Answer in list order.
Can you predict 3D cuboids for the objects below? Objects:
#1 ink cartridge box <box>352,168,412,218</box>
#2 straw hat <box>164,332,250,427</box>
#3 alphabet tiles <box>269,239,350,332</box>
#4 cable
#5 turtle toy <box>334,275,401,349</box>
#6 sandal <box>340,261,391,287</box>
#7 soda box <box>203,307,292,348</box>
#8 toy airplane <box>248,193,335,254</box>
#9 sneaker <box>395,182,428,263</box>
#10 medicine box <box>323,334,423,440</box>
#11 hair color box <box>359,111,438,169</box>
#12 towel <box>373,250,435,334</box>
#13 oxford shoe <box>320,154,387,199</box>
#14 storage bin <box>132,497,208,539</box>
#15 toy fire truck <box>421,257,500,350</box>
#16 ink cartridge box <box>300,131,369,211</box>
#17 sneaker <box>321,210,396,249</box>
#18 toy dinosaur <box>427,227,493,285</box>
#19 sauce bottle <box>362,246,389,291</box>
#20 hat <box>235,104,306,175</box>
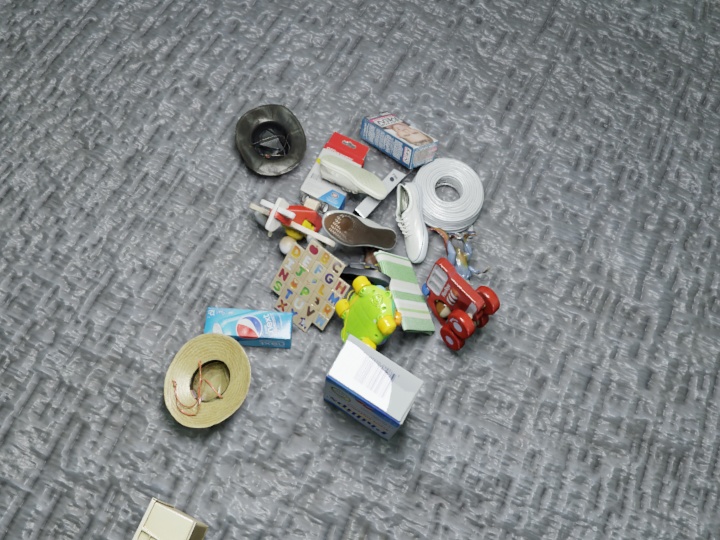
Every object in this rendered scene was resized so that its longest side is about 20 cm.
[{"bbox_3d":[0.047,-0.191,1.535,0.039,0.099,0.200,44,67,0],"label":"ink cartridge box"},{"bbox_3d":[-0.322,0.243,1.312,0.194,0.085,0.208,-2,72,6],"label":"straw hat"},{"bbox_3d":[-0.119,0.037,1.386,0.165,0.202,0.006,37,24,9],"label":"alphabet tiles"},{"bbox_3d":[0.225,-0.198,1.574,0.194,0.070,0.205,17,65,2],"label":"cable"},{"bbox_3d":[0.016,0.115,1.346,0.100,0.201,0.147,-1,49,-48],"label":"turtle toy"},{"bbox_3d":[-0.001,0.000,1.400,0.075,0.198,0.044,29,80,-35],"label":"sandal"},{"bbox_3d":[-0.253,0.132,1.378,0.193,0.068,0.066,4,65,-4],"label":"soda box"},{"bbox_3d":[-0.165,-0.104,1.433,0.194,0.200,0.145,12,107,-20],"label":"toy airplane"},{"bbox_3d":[0.119,-0.120,1.506,0.069,0.072,0.207,3,77,-39],"label":"sneaker"},{"bbox_3d":[0.021,0.254,1.279,0.179,0.201,0.104,31,66,9],"label":"medicine box"},{"bbox_3d":[0.099,-0.347,1.584,0.099,0.062,0.199,-24,49,-36],"label":"hair color box"},{"bbox_3d":[0.106,0.053,1.425,0.023,0.151,0.205,-30,66,27],"label":"towel"},{"bbox_3d":[-0.019,-0.220,1.480,0.197,0.059,0.075,30,34,19],"label":"oxford shoe"},{"bbox_3d":[-0.373,0.545,1.109,0.091,0.201,0.203,22,65,2],"label":"storage bin"},{"bbox_3d":[0.213,0.073,1.380,0.111,0.201,0.169,-36,74,-21],"label":"toy fire truck"},{"bbox_3d":[-0.065,-0.248,1.567,0.114,0.068,0.203,25,66,6],"label":"ink cartridge box"},{"bbox_3d":[-0.014,-0.093,1.420,0.196,0.084,0.075,17,95,-30],"label":"sneaker"},{"bbox_3d":[0.258,-0.002,1.490,0.102,0.199,0.187,-9,109,-25],"label":"toy dinosaur"},{"bbox_3d":[0.046,0.003,1.471,0.063,0.065,0.204,-15,66,-12],"label":"sauce bottle"},{"bbox_3d":[-0.232,-0.329,1.582,0.194,0.081,0.207,1,74,-4],"label":"hat"}]
